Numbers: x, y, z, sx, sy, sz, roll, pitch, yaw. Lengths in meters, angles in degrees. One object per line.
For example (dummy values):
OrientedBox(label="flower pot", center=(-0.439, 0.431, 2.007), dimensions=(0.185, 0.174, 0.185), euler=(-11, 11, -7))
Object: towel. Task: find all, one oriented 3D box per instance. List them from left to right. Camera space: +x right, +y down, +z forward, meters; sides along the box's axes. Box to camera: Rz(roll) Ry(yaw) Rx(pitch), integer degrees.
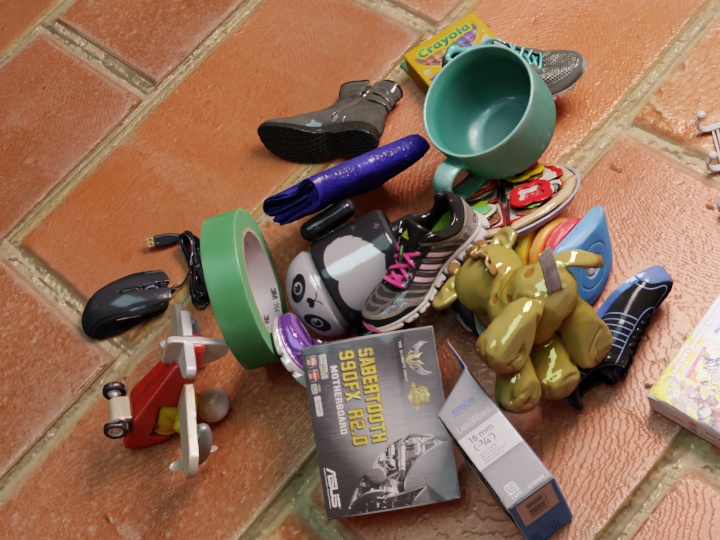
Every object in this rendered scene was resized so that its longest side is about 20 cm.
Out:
OrientedBox(label="towel", center=(-0.016, -0.117, 1.430), dimensions=(0.200, 0.050, 0.147), euler=(-26, 5, -32))

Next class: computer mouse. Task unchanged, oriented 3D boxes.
OrientedBox(label="computer mouse", center=(-0.313, 0.009, 1.530), dimensions=(0.199, 0.046, 0.141), euler=(-17, 57, 8))

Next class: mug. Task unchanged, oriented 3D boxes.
OrientedBox(label="mug", center=(0.160, -0.186, 1.387), dimensions=(0.185, 0.114, 0.152), euler=(-36, 58, 18))

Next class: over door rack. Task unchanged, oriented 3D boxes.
OrientedBox(label="over door rack", center=(0.531, -0.159, 1.343), dimensions=(0.199, 0.067, 0.148), euler=(-10, 58, 12))

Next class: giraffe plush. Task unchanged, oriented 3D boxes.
OrientedBox(label="giraffe plush", center=(0.169, 0.037, 1.222), dimensions=(0.172, 0.201, 0.162), euler=(-19, 29, -26))

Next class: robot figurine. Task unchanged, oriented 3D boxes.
OrientedBox(label="robot figurine", center=(0.001, 0.001, 1.380), dimensions=(0.199, 0.125, 0.151), euler=(-29, 49, 5))

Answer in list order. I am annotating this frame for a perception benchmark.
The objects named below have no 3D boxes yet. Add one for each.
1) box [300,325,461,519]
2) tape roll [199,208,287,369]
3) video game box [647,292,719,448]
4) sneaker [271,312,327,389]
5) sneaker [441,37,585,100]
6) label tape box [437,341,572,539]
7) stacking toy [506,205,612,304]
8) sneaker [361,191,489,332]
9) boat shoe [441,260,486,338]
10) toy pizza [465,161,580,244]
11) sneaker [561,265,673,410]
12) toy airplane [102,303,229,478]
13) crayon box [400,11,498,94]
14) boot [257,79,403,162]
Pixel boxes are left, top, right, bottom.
OrientedBox(label="box", center=(0.024, 0.175, 1.253), dimensions=(0.158, 0.048, 0.201), euler=(-9, 84, 4))
OrientedBox(label="tape roll", center=(-0.144, 0.023, 1.372), dimensions=(0.048, 0.201, 0.201), euler=(-15, 56, 9))
OrientedBox(label="video game box", center=(0.453, 0.116, 1.211), dimensions=(0.182, 0.047, 0.200), euler=(32, 73, 29))
OrientedBox(label="sneaker", center=(-0.027, 0.120, 1.329), dimensions=(0.200, 0.081, 0.083), euler=(44, 99, 14))
OrientedBox(label="sneaker", center=(0.199, -0.272, 1.447), dimensions=(0.199, 0.091, 0.078), euler=(-6, 61, 12))
OrientedBox(label="label tape box", center=(0.144, 0.195, 1.205), dimensions=(0.063, 0.144, 0.200), euler=(-36, 55, -3))
OrientedBox(label="stacking toy", center=(0.208, -0.029, 1.359), dimensions=(0.199, 0.110, 0.116), euler=(18, 50, 39))
OrientedBox(label="sneaker", center=(0.064, -0.017, 1.276), dimensions=(0.200, 0.088, 0.074), euler=(-46, 37, -10))
OrientedBox(label="boat shoe", center=(0.160, 0.051, 1.340), dimensions=(0.075, 0.060, 0.200), euler=(-20, 52, -10))
OrientedBox(label="toy pizza", center=(0.182, -0.093, 1.381), dimensions=(0.199, 0.032, 0.200), euler=(-21, 24, 10))
OrientedBox(label="sneaker", center=(0.302, 0.081, 1.273), dimensions=(0.200, 0.070, 0.078), euler=(-41, 58, 0))
OrientedBox(label="toy airplane", center=(-0.220, 0.147, 1.358), dimensions=(0.199, 0.141, 0.201), euler=(7, 77, 55))
OrientedBox(label="crayon box", center=(0.150, -0.289, 1.559), dimensions=(0.125, 0.052, 0.200), euler=(-33, 55, -3))
OrientedBox(label="boot", center=(-0.042, -0.225, 1.588), dimensions=(0.199, 0.068, 0.131), euler=(3, 47, 23))
